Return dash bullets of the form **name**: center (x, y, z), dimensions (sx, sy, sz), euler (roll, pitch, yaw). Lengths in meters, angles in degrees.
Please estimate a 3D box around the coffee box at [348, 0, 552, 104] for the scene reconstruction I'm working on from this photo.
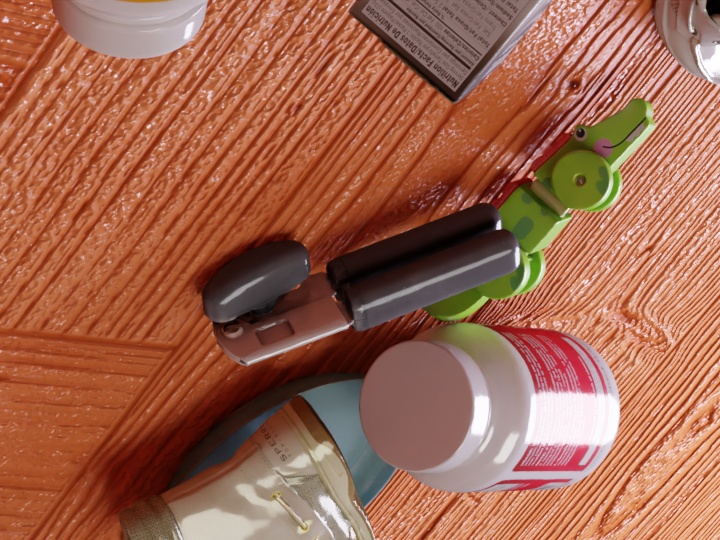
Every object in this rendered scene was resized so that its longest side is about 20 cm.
- **coffee box**: center (0.094, -0.197, 1.476), dimensions (0.200, 0.080, 0.114), euler (-50, 178, 22)

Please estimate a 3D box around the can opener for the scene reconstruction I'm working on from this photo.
- **can opener**: center (0.000, 0.000, 1.697), dimensions (0.200, 0.053, 0.067), euler (-21, 138, -11)

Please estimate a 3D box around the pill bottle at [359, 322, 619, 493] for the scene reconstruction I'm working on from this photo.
- **pill bottle**: center (0.084, 0.091, 1.835), dimensions (0.112, 0.112, 0.200), euler (-48, 156, 18)

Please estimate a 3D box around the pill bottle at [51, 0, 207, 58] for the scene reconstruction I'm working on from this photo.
- **pill bottle**: center (-0.103, -0.197, 1.297), dimensions (0.109, 0.109, 0.200), euler (-20, 146, -25)

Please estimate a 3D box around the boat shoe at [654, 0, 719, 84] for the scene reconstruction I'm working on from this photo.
- **boat shoe**: center (0.226, -0.167, 1.697), dimensions (0.071, 0.069, 0.200), euler (-34, 149, -8)

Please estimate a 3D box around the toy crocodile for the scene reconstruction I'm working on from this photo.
- **toy crocodile**: center (0.113, -0.039, 1.772), dimensions (0.200, 0.062, 0.068), euler (-47, 171, 14)

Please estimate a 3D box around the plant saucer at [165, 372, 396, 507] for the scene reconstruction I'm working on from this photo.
- **plant saucer**: center (-0.055, 0.136, 1.864), dimensions (0.200, 0.027, 0.200), euler (-26, 147, -18)

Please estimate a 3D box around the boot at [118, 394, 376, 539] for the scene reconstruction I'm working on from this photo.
- **boot**: center (-0.073, 0.181, 1.814), dimensions (0.155, 0.072, 0.200), euler (-31, 143, -10)
